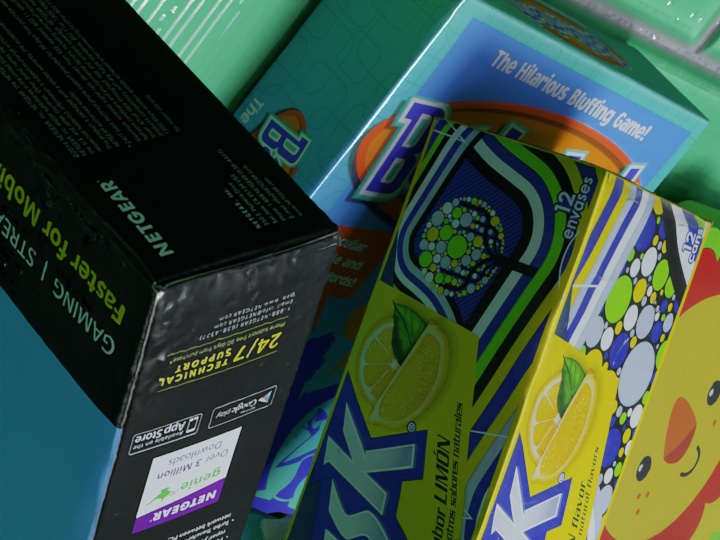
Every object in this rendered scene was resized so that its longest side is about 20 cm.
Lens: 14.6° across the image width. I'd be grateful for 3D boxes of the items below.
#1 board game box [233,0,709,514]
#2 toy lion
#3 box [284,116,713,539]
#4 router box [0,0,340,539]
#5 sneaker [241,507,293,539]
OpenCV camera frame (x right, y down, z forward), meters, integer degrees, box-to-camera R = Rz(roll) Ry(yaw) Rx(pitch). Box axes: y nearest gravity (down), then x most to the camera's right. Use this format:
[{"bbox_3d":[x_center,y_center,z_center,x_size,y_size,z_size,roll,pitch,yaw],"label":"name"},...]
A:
[{"bbox_3d":[0.000,0.000,0.873,0.200,0.045,0.152,-52,146,14],"label":"board game box"},{"bbox_3d":[0.121,0.053,1.029,0.200,0.068,0.193,-37,136,-38],"label":"toy lion"},{"bbox_3d":[0.029,0.064,0.811,0.070,0.064,0.201,20,89,-54],"label":"box"},{"bbox_3d":[-0.095,-0.009,0.620,0.051,0.200,0.150,-17,140,-36],"label":"router box"},{"bbox_3d":[-0.099,0.124,0.865,0.200,0.078,0.080,-34,145,20],"label":"sneaker"}]
